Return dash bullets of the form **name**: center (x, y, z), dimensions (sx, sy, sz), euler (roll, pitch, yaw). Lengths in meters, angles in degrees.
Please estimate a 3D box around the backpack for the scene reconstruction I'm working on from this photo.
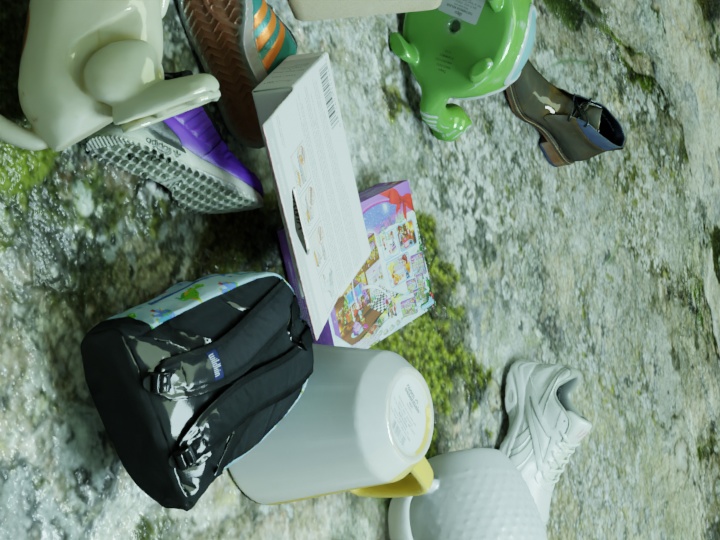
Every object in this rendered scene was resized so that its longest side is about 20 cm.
- **backpack**: center (-0.124, 0.076, 1.293), dimensions (0.200, 0.154, 0.163), euler (-32, 109, -35)

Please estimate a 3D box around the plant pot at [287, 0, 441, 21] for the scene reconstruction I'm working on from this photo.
- **plant pot**: center (-0.003, -0.337, 1.453), dimensions (0.200, 0.200, 0.177), euler (-102, -174, -57)

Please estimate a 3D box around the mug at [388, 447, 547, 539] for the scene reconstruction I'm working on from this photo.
- **mug**: center (0.099, 0.270, 1.596), dimensions (0.200, 0.147, 0.176), euler (15, 58, -48)

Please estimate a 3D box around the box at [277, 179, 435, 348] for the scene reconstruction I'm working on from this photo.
- **box**: center (0.000, 0.000, 1.577), dimensions (0.200, 0.039, 0.137), euler (-28, 109, -56)

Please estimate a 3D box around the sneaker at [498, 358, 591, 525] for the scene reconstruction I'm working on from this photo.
- **sneaker**: center (0.213, 0.196, 1.826), dimensions (0.078, 0.099, 0.200), euler (24, 65, -54)

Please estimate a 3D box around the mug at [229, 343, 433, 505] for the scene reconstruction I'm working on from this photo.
- **mug**: center (-0.011, 0.132, 1.434), dimensions (0.186, 0.153, 0.150), euler (7, 79, -58)

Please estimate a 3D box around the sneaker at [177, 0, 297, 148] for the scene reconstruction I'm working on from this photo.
- **sneaker**: center (-0.104, -0.214, 1.426), dimensions (0.080, 0.071, 0.200), euler (-51, 133, -52)

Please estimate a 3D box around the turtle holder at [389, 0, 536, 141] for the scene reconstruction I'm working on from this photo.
- **turtle holder**: center (0.124, -0.238, 1.718), dimensions (0.132, 0.141, 0.186), euler (-1, 85, -59)

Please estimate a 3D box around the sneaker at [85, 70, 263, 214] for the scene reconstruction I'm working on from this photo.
- **sneaker**: center (-0.143, -0.116, 1.342), dimensions (0.200, 0.069, 0.100), euler (31, 58, -53)

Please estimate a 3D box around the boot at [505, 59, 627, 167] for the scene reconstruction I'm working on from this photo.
- **boot**: center (0.247, -0.205, 1.947), dimensions (0.200, 0.097, 0.075), euler (48, 47, -43)

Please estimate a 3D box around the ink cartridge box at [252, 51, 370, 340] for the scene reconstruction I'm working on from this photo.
- **ink cartridge box**: center (-0.051, -0.066, 1.382), dimensions (0.176, 0.045, 0.200), euler (-57, 139, -58)

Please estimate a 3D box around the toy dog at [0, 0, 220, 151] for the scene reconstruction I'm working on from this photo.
- **toy dog**: center (-0.208, -0.200, 1.197), dimensions (0.140, 0.194, 0.200), euler (-47, 118, -84)
